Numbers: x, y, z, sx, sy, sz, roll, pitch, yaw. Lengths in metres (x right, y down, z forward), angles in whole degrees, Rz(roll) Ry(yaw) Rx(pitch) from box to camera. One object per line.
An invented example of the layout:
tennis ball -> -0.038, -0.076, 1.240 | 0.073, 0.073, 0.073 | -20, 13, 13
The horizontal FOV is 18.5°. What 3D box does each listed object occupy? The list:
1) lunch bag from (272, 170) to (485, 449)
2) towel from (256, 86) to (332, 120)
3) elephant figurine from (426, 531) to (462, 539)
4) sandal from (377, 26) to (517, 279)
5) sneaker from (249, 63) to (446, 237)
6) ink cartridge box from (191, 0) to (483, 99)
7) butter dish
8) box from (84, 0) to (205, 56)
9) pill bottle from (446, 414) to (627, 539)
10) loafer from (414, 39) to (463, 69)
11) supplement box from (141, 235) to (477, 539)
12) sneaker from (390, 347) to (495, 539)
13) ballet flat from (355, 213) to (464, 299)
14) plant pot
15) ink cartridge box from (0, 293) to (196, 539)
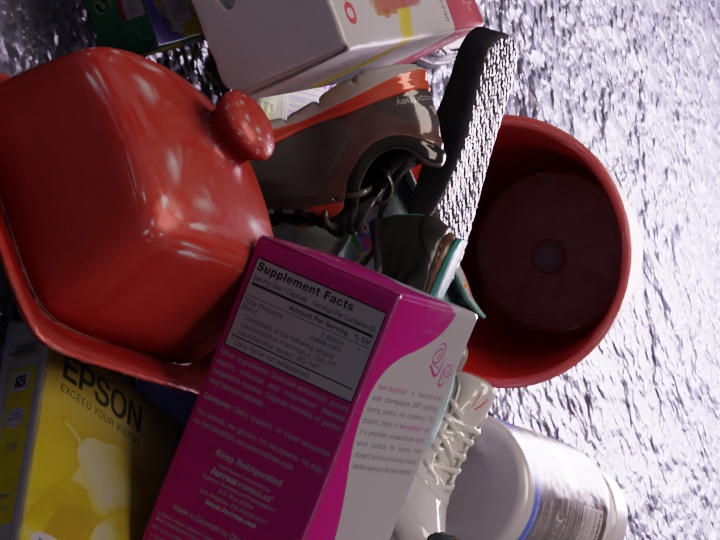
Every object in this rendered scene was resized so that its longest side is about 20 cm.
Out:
lunch bag -> 0.000, 0.000, 1.483 | 0.170, 0.122, 0.200 | 61, 38, -35
towel -> -0.034, -0.093, 1.548 | 0.200, 0.023, 0.144 | 2, 94, -62
elephant figurine -> 0.045, 0.234, 1.380 | 0.155, 0.200, 0.142 | 13, 76, -16
sandal -> 0.047, -0.057, 1.395 | 0.076, 0.043, 0.200 | 27, 82, -65
sneaker -> -0.037, -0.052, 1.359 | 0.077, 0.200, 0.082 | 2, 63, -66
ink cartridge box -> -0.022, -0.188, 1.323 | 0.200, 0.083, 0.145 | -21, 89, -62
butter dish -> -0.113, -0.049, 1.244 | 0.199, 0.148, 0.200 | 22, 40, -57
box -> -0.117, -0.208, 1.453 | 0.200, 0.048, 0.117 | -31, 105, -63
pill bottle -> 0.116, 0.174, 1.644 | 0.200, 0.114, 0.114 | 23, 58, -58
loafer -> 0.053, -0.197, 1.738 | 0.201, 0.070, 0.068 | -4, 82, -62
supplement box -> -0.029, 0.094, 1.241 | 0.101, 0.103, 0.200 | 17, 96, -61
sneaker -> 0.046, 0.111, 1.519 | 0.078, 0.099, 0.200 | 50, 23, -41
ballet flat -> 0.001, 0.060, 1.326 | 0.068, 0.068, 0.200 | 53, 55, -79
plant pot -> 0.129, -0.014, 1.695 | 0.177, 0.200, 0.201 | 0, 78, -72
ink cartridge box -> -0.138, 0.116, 1.271 | 0.198, 0.047, 0.200 | 43, 44, -47
